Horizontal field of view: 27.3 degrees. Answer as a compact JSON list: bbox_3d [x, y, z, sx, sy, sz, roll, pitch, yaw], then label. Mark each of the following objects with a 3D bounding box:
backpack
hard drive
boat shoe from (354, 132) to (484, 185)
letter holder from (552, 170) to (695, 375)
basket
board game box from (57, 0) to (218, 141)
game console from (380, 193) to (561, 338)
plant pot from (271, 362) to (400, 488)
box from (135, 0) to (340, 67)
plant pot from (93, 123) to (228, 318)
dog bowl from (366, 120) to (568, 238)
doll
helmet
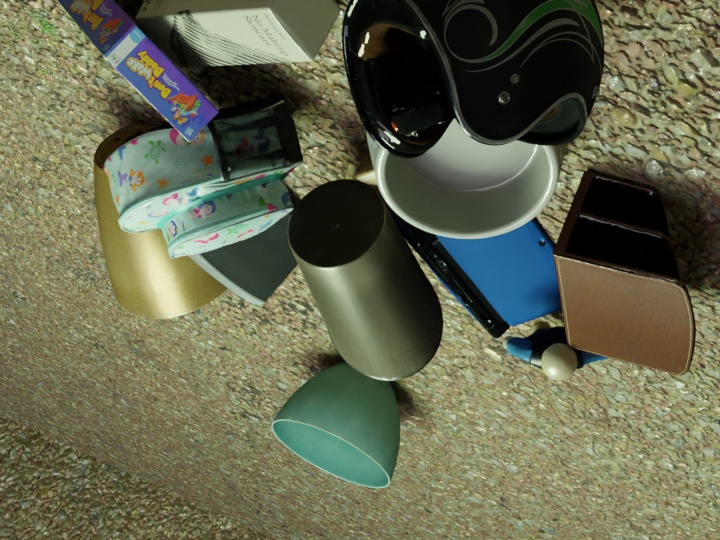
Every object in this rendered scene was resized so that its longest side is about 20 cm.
[{"bbox_3d":[-0.175,-0.099,1.615,0.197,0.153,0.177,-10,173,-23],"label":"backpack"},{"bbox_3d":[-0.150,-0.053,1.812,0.200,0.135,0.042,43,179,-34],"label":"hard drive"},{"bbox_3d":[0.067,-0.113,1.523,0.069,0.074,0.199,42,153,-19],"label":"boat shoe"},{"bbox_3d":[0.285,0.009,1.510,0.140,0.101,0.201,16,155,21],"label":"letter holder"},{"bbox_3d":[0.000,0.000,1.653,0.181,0.135,0.201,61,179,36],"label":"basket"},{"bbox_3d":[-0.236,-0.227,1.537,0.135,0.045,0.200,46,-179,-37],"label":"board game box"},{"bbox_3d":[0.138,-0.027,1.701,0.200,0.118,0.171,49,180,-40],"label":"game console"},{"bbox_3d":[-0.018,0.221,2.246,0.198,0.136,0.201,23,157,10],"label":"plant pot"},{"bbox_3d":[-0.122,-0.250,1.447,0.198,0.069,0.082,5,149,44],"label":"box"},{"bbox_3d":[-0.257,-0.078,1.863,0.184,0.187,0.202,12,138,32],"label":"plant pot"},{"bbox_3d":[0.101,-0.110,1.409,0.197,0.059,0.202,3,138,3],"label":"dog bowl"},{"bbox_3d":[0.229,0.089,1.686,0.134,0.049,0.200,3,-176,9],"label":"doll"},{"bbox_3d":[0.100,-0.182,1.191,0.200,0.189,0.202,39,142,38],"label":"helmet"}]
